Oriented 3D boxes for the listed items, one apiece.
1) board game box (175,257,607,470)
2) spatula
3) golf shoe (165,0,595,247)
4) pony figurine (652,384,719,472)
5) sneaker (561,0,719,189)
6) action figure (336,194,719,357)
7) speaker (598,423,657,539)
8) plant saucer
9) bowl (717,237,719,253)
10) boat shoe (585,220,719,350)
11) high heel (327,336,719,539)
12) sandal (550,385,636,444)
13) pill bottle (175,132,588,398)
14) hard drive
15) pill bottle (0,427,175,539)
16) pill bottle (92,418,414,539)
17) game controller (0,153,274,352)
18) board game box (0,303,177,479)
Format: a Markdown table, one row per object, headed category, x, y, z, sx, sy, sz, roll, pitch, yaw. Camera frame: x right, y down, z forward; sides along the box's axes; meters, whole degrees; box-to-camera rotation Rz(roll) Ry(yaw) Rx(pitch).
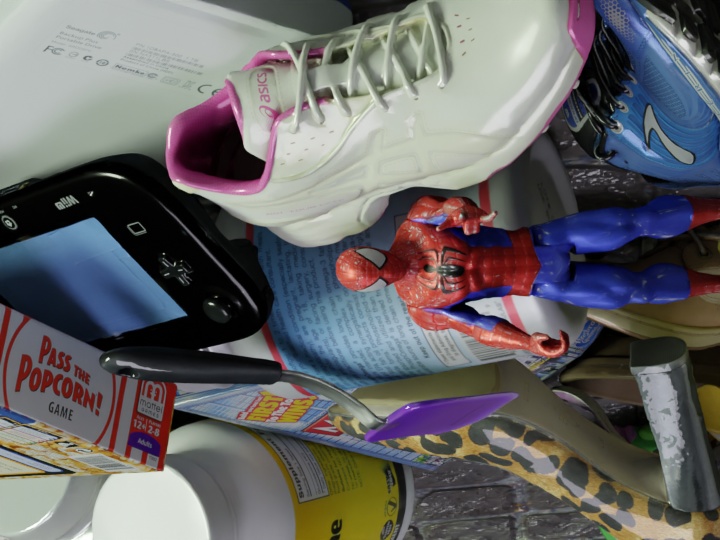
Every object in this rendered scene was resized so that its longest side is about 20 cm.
| category | x | y | z | sx | sy | sz | roll | pitch | yaw |
| --- | --- | --- | --- | --- | --- | --- | --- | --- | --- |
| board game box | 0.004 | 0.044 | 1.114 | 0.199 | 0.062 | 0.200 | 9 | 153 | -27 |
| spatula | -0.024 | 0.055 | 0.918 | 0.199 | 0.021 | 0.057 | 13 | 152 | -23 |
| golf shoe | 0.003 | -0.066 | 0.796 | 0.091 | 0.076 | 0.199 | 11 | 149 | -42 |
| pony figurine | 0.241 | 0.139 | 1.127 | 0.167 | 0.193 | 0.200 | -51 | 170 | 2 |
| sneaker | 0.122 | -0.077 | 0.840 | 0.089 | 0.079 | 0.200 | -14 | 154 | 17 |
| action figure | 0.091 | -0.001 | 0.833 | 0.198 | 0.066 | 0.099 | -3 | -170 | -10 |
| speaker | 0.250 | 0.125 | 1.306 | 0.199 | 0.089 | 0.088 | -16 | 153 | 26 |
| plant saucer | 0.214 | 0.065 | 1.165 | 0.198 | 0.030 | 0.200 | 8 | 174 | 1 |
| bowl | 0.278 | 0.004 | 0.943 | 0.199 | 0.108 | 0.200 | -17 | 168 | -4 |
| boat shoe | 0.177 | 0.004 | 1.052 | 0.199 | 0.065 | 0.071 | 6 | -170 | -31 |
| high heel | 0.088 | 0.111 | 1.037 | 0.198 | 0.072 | 0.143 | -7 | 117 | 22 |
| sandal | 0.131 | 0.098 | 1.160 | 0.050 | 0.083 | 0.203 | -39 | -164 | -1 |
| pill bottle | 0.000 | 0.000 | 0.956 | 0.199 | 0.110 | 0.109 | -12 | 155 | 19 |
| hard drive | -0.112 | -0.077 | 0.868 | 0.131 | 0.026 | 0.200 | 12 | 151 | -33 |
| pill bottle | -0.148 | 0.146 | 1.258 | 0.112 | 0.114 | 0.200 | -17 | 152 | 27 |
| pill bottle | -0.062 | 0.140 | 1.185 | 0.112 | 0.113 | 0.199 | -20 | 173 | 32 |
| game controller | -0.125 | 0.002 | 0.911 | 0.104 | 0.042 | 0.199 | 40 | 147 | -28 |
| board game box | -0.211 | 0.059 | 0.950 | 0.199 | 0.047 | 0.151 | -6 | 156 | 35 |
